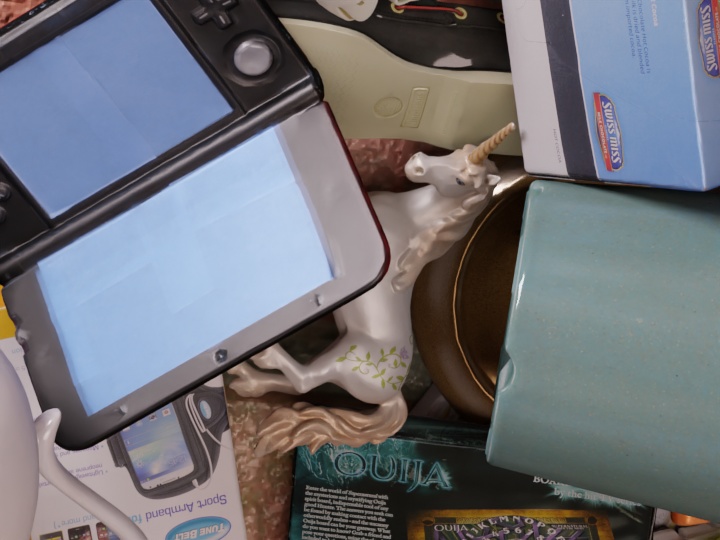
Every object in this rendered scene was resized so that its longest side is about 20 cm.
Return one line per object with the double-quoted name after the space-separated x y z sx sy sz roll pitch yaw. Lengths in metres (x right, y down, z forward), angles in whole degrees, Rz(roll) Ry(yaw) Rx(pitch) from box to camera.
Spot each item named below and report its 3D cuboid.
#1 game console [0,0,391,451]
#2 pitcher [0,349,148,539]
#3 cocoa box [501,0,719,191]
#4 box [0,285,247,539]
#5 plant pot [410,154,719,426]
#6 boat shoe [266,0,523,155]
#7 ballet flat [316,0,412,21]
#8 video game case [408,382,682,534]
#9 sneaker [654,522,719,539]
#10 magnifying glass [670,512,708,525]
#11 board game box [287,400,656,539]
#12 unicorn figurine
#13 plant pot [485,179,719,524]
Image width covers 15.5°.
-0.114 -0.041 1.294 0.200 0.119 0.172 -30 122 13 "game console"
-0.189 0.112 1.281 0.171 0.121 0.200 -17 120 -20 "pitcher"
0.157 -0.153 1.311 0.133 0.131 0.200 -20 108 -36 "cocoa box"
-0.130 0.091 1.430 0.119 0.041 0.200 -11 117 -11 "box"
0.127 0.015 1.443 0.200 0.027 0.200 -1 106 -2 "plant pot"
0.013 -0.110 1.374 0.201 0.063 0.074 8 140 -17 "boat shoe"
0.013 -0.160 1.316 0.200 0.067 0.070 -18 127 -40 "ballet flat"
0.108 0.115 1.516 0.182 0.023 0.200 33 100 -25 "video game case"
0.234 0.177 1.528 0.200 0.090 0.078 -26 128 -15 "sneaker"
0.185 0.045 1.486 0.080 0.022 0.200 -6 103 -20 "magnifying glass"
0.060 0.147 1.458 0.200 0.028 0.135 8 117 4 "board game box"
0.000 0.000 1.396 0.137 0.074 0.200 4 112 -4 "unicorn figurine"
0.170 0.042 1.342 0.196 0.200 0.200 9 111 3 "plant pot"
